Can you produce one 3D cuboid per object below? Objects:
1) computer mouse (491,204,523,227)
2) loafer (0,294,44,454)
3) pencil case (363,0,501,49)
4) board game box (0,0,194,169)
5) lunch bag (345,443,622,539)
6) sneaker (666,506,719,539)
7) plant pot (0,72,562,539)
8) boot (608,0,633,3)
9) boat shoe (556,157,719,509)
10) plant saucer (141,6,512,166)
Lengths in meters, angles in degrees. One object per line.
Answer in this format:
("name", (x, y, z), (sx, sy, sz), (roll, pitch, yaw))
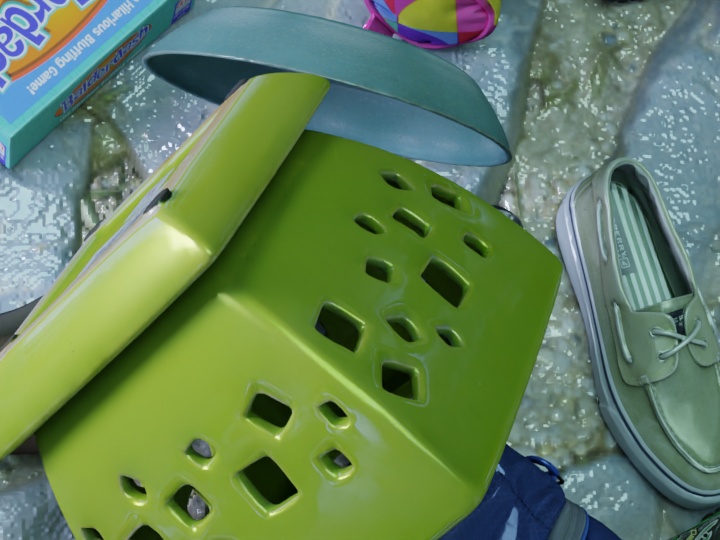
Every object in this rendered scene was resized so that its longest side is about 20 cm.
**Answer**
("computer mouse", (0.000, 0.000, 1.064), (0.199, 0.034, 0.059), (-10, 54, -20))
("loafer", (-0.180, 0.062, 0.977), (0.199, 0.073, 0.071), (-26, 75, -19))
("pencil case", (0.050, -0.228, 1.132), (0.088, 0.088, 0.201), (14, 67, -5))
("board game box", (-0.214, -0.178, 1.080), (0.200, 0.045, 0.152), (42, 67, 6))
("lunch bag", (0.035, 0.168, 0.941), (0.132, 0.136, 0.200), (43, 69, -10))
("sneaker", (0.163, 0.170, 0.996), (0.200, 0.085, 0.078), (-33, 78, -20))
("plant pot", (-0.047, 0.039, 0.887), (0.181, 0.200, 0.199), (43, 33, -10))
("boot", (0.191, -0.276, 1.192), (0.164, 0.066, 0.201), (-12, 67, -17))
("boat shoe", (0.161, 0.033, 1.060), (0.072, 0.062, 0.201), (-17, 74, -16))
("plant saucer", (-0.013, -0.099, 1.003), (0.199, 0.200, 0.036), (15, 86, -5))
